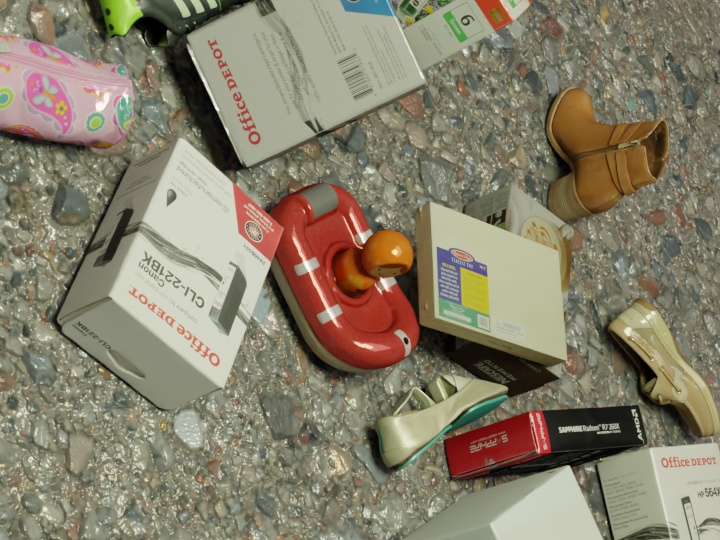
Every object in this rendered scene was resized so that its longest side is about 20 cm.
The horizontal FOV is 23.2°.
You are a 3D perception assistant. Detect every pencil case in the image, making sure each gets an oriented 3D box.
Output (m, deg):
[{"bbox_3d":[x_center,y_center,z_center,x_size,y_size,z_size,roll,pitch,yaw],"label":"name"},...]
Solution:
[{"bbox_3d":[-0.296,-0.164,1.556,0.200,0.087,0.088,13,63,-44],"label":"pencil case"}]

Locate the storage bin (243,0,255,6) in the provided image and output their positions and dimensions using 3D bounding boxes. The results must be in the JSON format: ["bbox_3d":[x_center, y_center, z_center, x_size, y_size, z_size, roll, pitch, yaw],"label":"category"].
[{"bbox_3d":[-0.030,-0.310,1.898,0.200,0.094,0.199,-7,77,-47],"label":"storage bin"}]

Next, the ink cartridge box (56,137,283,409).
[{"bbox_3d":[-0.171,0.004,1.610,0.144,0.084,0.200,42,47,-27],"label":"ink cartridge box"}]

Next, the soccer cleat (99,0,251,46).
[{"bbox_3d":[-0.181,-0.264,1.748,0.200,0.067,0.081,-9,97,-47],"label":"soccer cleat"}]

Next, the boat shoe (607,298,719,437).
[{"bbox_3d":[0.369,0.130,2.148,0.064,0.071,0.200,-37,103,-12],"label":"boat shoe"}]

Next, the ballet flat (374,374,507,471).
[{"bbox_3d":[0.082,0.143,1.834,0.200,0.069,0.070,-26,92,-49],"label":"ballet flat"}]

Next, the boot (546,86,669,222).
[{"bbox_3d":[0.306,-0.159,2.135,0.074,0.154,0.201,27,54,-35],"label":"boot"}]

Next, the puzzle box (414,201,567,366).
[{"bbox_3d":[0.139,0.016,1.858,0.200,0.025,0.134,19,59,-37],"label":"puzzle box"}]

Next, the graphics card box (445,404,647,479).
[{"bbox_3d":[0.202,0.185,1.891,0.200,0.125,0.051,3,70,-45],"label":"graphics card box"}]

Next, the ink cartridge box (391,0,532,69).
[{"bbox_3d":[0.115,-0.299,1.822,0.109,0.200,0.050,56,42,-12],"label":"ink cartridge box"}]

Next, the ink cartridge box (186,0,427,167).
[{"bbox_3d":[-0.052,-0.207,1.742,0.084,0.199,0.145,-30,96,-85],"label":"ink cartridge box"}]

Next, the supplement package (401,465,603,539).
[{"bbox_3d":[0.157,0.328,1.758,0.152,0.150,0.201,-26,92,-48],"label":"supplement package"}]

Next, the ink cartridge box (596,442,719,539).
[{"bbox_3d":[0.368,0.307,2.042,0.146,0.084,0.201,2,72,-46],"label":"ink cartridge box"}]

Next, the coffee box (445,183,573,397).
[{"bbox_3d":[0.169,0.022,1.964,0.114,0.080,0.201,33,51,-31],"label":"coffee box"}]

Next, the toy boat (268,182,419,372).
[{"bbox_3d":[0.000,0.000,1.757,0.130,0.131,0.201,-30,94,-48],"label":"toy boat"}]
